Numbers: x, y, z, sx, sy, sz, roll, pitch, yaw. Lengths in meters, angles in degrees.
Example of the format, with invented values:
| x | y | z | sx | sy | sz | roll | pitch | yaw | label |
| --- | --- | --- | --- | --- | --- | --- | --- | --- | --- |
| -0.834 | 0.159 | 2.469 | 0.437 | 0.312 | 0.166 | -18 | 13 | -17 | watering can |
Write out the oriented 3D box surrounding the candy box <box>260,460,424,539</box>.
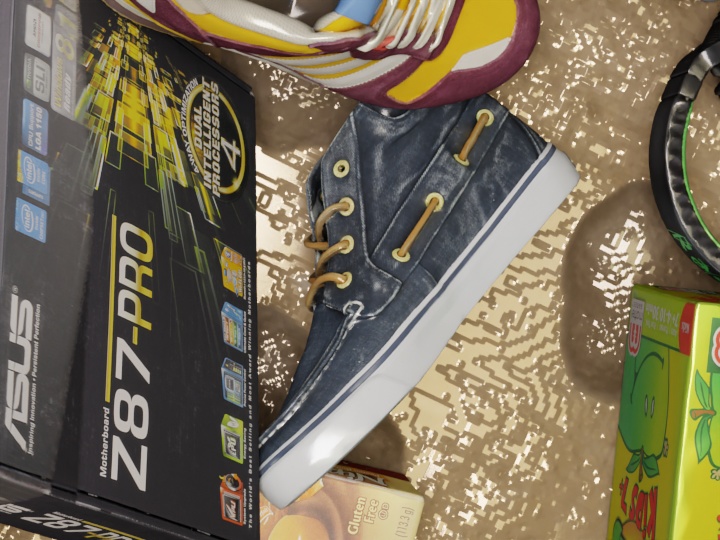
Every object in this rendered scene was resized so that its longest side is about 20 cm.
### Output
| x | y | z | sx | sy | sz | roll | pitch | yaw | label |
| --- | --- | --- | --- | --- | --- | --- | --- | --- | --- |
| -0.055 | 0.175 | 0.803 | 0.114 | 0.055 | 0.202 | 15 | 92 | -8 | candy box |

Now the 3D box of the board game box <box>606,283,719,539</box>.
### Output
| x | y | z | sx | sy | sz | roll | pitch | yaw | label |
| --- | --- | --- | --- | --- | --- | --- | --- | --- | --- |
| 0.139 | 0.112 | 0.798 | 0.047 | 0.102 | 0.203 | 5 | 93 | -7 | board game box |

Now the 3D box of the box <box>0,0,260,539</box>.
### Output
| x | y | z | sx | sy | sz | roll | pitch | yaw | label |
| --- | --- | --- | --- | --- | --- | --- | --- | --- | --- |
| -0.097 | -0.002 | 0.696 | 0.049 | 0.161 | 0.202 | -13 | 66 | 28 | box |

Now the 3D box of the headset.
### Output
| x | y | z | sx | sy | sz | roll | pitch | yaw | label |
| --- | --- | --- | --- | --- | --- | --- | --- | --- | --- |
| 0.205 | -0.083 | 0.796 | 0.123 | 0.094 | 0.201 | 28 | 85 | -8 | headset |

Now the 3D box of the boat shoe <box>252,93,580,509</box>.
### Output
| x | y | z | sx | sy | sz | roll | pitch | yaw | label |
| --- | --- | --- | --- | --- | --- | --- | --- | --- | --- |
| 0.000 | 0.000 | 0.778 | 0.091 | 0.071 | 0.201 | 41 | 65 | -1 | boat shoe |

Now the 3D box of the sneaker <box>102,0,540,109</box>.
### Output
| x | y | z | sx | sy | sz | roll | pitch | yaw | label |
| --- | --- | --- | --- | --- | --- | --- | --- | --- | --- |
| 0.000 | -0.100 | 0.699 | 0.198 | 0.090 | 0.076 | 6 | 97 | -33 | sneaker |

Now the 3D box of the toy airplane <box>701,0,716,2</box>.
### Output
| x | y | z | sx | sy | sz | roll | pitch | yaw | label |
| --- | --- | --- | --- | --- | --- | --- | --- | --- | --- |
| 0.091 | -0.186 | 0.729 | 0.140 | 0.200 | 0.201 | -23 | 100 | -10 | toy airplane |
